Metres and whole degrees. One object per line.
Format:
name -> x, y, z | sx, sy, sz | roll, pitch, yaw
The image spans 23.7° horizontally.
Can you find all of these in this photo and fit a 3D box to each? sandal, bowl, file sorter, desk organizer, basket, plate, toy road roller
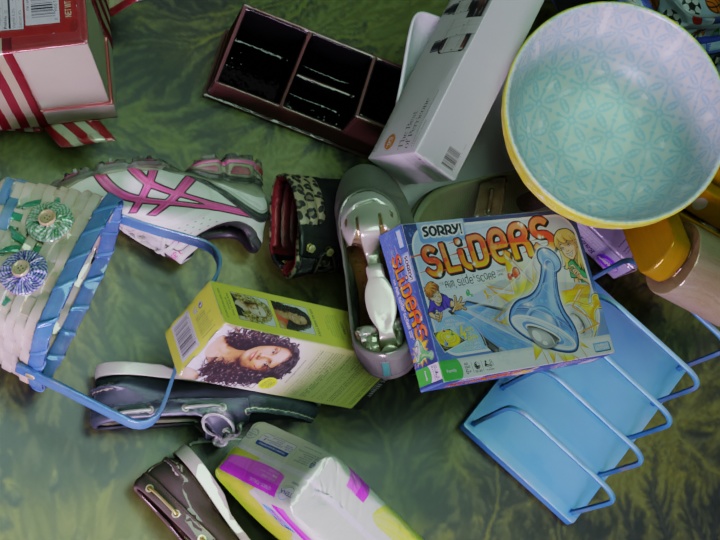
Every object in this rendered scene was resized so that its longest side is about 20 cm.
sandal -> 0.121, -0.050, 1.529 | 0.201, 0.057, 0.080 | -25, 102, -28
bowl -> 0.212, -0.123, 1.506 | 0.200, 0.108, 0.200 | 2, 76, -7
file sorter -> 0.218, 0.106, 1.573 | 0.139, 0.123, 0.200 | 42, 69, -3
desk organizer -> -0.035, -0.169, 1.589 | 0.200, 0.077, 0.072 | 20, 71, -11
basket -> -0.233, 0.024, 1.433 | 0.200, 0.139, 0.177 | 22, 62, -6
plate -> 0.104, -0.113, 1.572 | 0.200, 0.032, 0.200 | 16, 82, -30
toy road roller -> 0.320, -0.064, 1.549 | 0.123, 0.146, 0.200 | 26, 34, -26

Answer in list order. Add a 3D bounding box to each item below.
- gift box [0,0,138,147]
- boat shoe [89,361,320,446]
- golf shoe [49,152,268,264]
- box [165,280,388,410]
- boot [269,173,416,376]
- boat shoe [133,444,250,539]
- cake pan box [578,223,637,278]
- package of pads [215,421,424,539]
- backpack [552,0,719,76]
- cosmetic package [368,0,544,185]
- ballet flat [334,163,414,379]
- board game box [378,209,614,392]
gift box -> -0.286, -0.213, 1.462 | 0.200, 0.187, 0.185 | -2, 74, -2
boat shoe -> -0.133, 0.120, 1.487 | 0.200, 0.075, 0.062 | 8, 72, -13
golf shoe -> -0.177, -0.053, 1.518 | 0.200, 0.073, 0.092 | -3, 77, -17
box -> -0.060, 0.065, 1.444 | 0.200, 0.075, 0.050 | 12, 42, -40
boot -> 0.000, 0.000, 1.544 | 0.150, 0.073, 0.200 | 4, 71, -30
boat shoe -> -0.118, 0.246, 1.464 | 0.059, 0.072, 0.200 | -33, 84, -15
cake pan box -> 0.249, -0.124, 1.680 | 0.184, 0.052, 0.200 | 43, 69, -5
package of pads -> -0.016, 0.218, 1.431 | 0.068, 0.154, 0.200 | -50, 116, -15
backpack -> 0.291, -0.251, 1.626 | 0.190, 0.154, 0.200 | -4, 64, -42
cosmetic package -> 0.085, -0.172, 1.497 | 0.051, 0.083, 0.200 | 33, 73, -23
ballet flat -> 0.015, -0.009, 1.443 | 0.067, 0.064, 0.200 | -9, 68, 4
board game box -> 0.117, 0.022, 1.447 | 0.200, 0.034, 0.136 | -7, 77, -39
